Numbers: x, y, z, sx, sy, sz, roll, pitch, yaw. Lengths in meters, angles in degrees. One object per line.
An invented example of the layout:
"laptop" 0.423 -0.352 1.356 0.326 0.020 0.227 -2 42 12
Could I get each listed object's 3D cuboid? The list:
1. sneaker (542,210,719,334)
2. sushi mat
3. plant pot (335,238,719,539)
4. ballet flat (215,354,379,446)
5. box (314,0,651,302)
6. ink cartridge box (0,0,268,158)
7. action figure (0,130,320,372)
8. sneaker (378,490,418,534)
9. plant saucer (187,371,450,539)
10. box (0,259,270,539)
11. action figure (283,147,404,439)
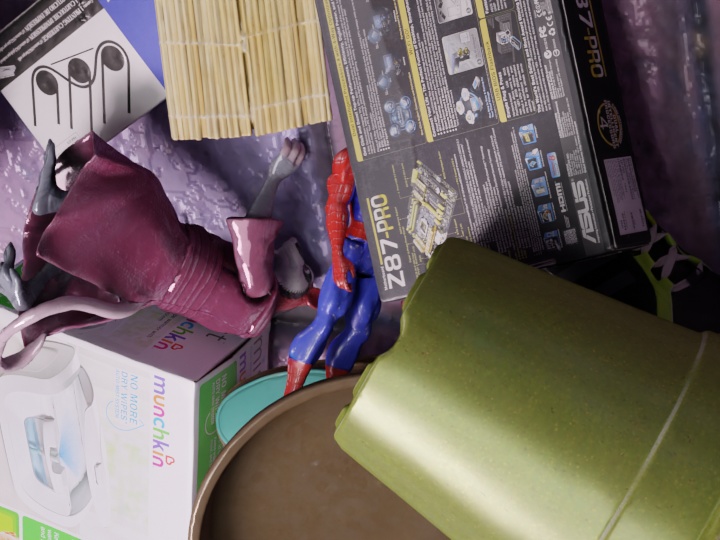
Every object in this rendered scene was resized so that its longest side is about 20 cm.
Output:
"sneaker" 0.133 -0.016 1.435 0.199 0.072 0.083 23 125 19
"sushi mat" -0.073 -0.175 1.460 0.095 0.012 0.202 -5 101 7
"plant pot" 0.094 0.081 1.334 0.189 0.200 0.201 30 129 1
"ballet flat" 0.012 0.078 1.560 0.199 0.072 0.068 -16 86 25
"box" 0.062 -0.094 1.410 0.160 0.049 0.201 -14 88 35
"ink cartridge box" -0.137 -0.145 1.546 0.200 0.044 0.094 -33 97 39
"action figure" -0.106 -0.002 1.542 0.199 0.150 0.134 19 142 -18
"sneaker" -0.030 0.193 1.562 0.071 0.083 0.200 42 116 -10
"plant saucer" -0.003 0.142 1.490 0.199 0.030 0.201 -6 118 -12
"box" -0.154 0.108 1.669 0.176 0.097 0.201 20 124 24
"action figure" 0.000 0.000 1.499 0.052 0.065 0.201 13 91 47
